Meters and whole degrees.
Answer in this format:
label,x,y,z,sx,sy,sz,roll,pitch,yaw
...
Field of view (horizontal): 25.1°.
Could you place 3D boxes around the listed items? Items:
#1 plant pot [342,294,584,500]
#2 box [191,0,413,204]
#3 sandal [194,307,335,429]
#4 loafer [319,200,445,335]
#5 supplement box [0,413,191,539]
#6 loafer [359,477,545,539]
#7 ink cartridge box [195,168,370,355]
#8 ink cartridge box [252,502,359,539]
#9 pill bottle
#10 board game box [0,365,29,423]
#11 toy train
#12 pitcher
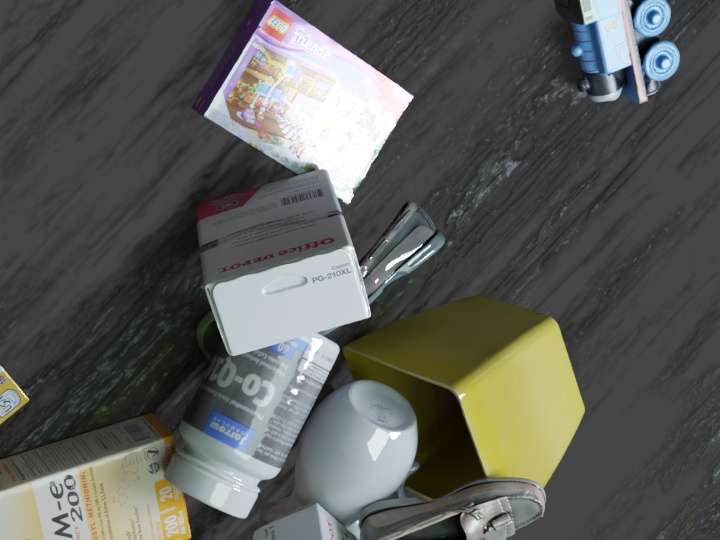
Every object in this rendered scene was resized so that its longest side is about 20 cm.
label,x,y,z,sx,sy,sz,roll,pitch,yaw
plant pot,0.132,0.140,1.801,0.176,0.200,0.200,-35,121,-26
box,-0.057,-0.174,1.669,0.200,0.039,0.137,31,91,-33
sandal,-0.100,0.113,1.734,0.080,0.057,0.201,-51,125,-4
loafer,0.000,0.000,1.754,0.200,0.072,0.063,-37,101,-20
supplement box,-0.285,0.241,1.669,0.200,0.074,0.126,-17,114,-22
loafer,0.096,0.268,1.686,0.199,0.063,0.072,-11,120,9
ink cartridge box,-0.080,-0.011,1.597,0.144,0.200,0.085,-16,116,-1
ink cartridge box,-0.022,0.359,1.719,0.084,0.146,0.200,-27,137,15
pill bottle,-0.113,0.141,1.645,0.114,0.114,0.200,30,84,-33
board game box,-0.445,0.132,1.563,0.200,0.040,0.153,-41,121,-11
toy train,0.280,-0.277,1.795,0.114,0.087,0.200,-22,119,-10
pitcher,0.004,0.224,1.762,0.171,0.121,0.200,16,123,-21
